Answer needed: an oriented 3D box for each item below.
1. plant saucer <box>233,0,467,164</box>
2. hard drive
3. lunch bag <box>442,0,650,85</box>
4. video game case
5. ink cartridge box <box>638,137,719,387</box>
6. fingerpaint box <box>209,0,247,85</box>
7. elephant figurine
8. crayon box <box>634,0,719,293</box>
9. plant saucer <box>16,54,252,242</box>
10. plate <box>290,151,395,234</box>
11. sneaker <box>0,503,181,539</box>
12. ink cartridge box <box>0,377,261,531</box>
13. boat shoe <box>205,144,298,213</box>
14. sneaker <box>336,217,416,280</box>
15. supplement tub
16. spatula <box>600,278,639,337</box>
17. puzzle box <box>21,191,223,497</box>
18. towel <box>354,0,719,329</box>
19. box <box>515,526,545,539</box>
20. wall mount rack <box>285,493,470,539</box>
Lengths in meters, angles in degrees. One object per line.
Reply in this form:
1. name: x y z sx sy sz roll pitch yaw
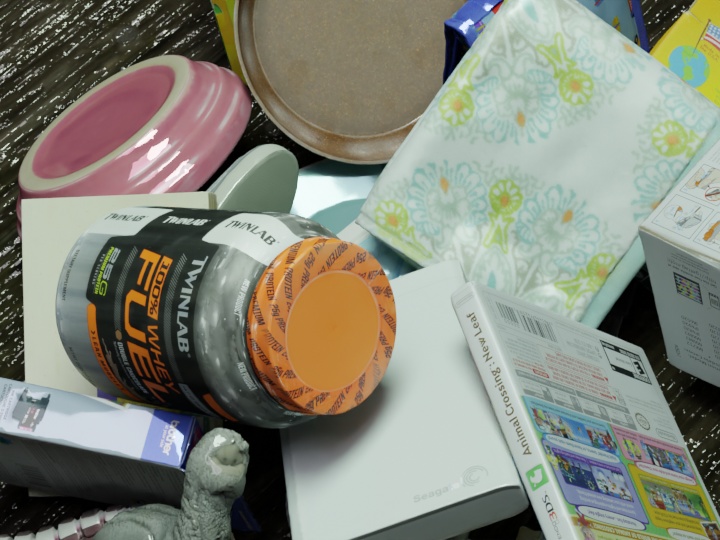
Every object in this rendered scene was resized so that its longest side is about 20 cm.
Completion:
1. plant saucer: 0.003 -0.179 1.217 0.199 0.201 0.034 -27 11 -9
2. hard drive: 0.016 0.082 0.983 0.131 0.026 0.201 -20 37 7
3. lunch bag: 0.128 -0.153 1.164 0.150 0.201 0.094 -41 58 -19
4. video game case: 0.144 0.106 0.980 0.022 0.199 0.183 -36 56 25
5. ink cartridge box: 0.279 -0.019 1.065 0.084 0.176 0.200 27 62 38
6. fingerpaint box: -0.044 -0.254 1.269 0.165 0.201 0.074 -17 50 -2
7. elephant figurine: -0.122 0.196 0.950 0.154 0.142 0.202 -10 89 -2
8. crayon box: 0.231 -0.086 1.159 0.127 0.051 0.200 40 67 0
9. plant saucer: -0.173 -0.091 1.217 0.199 0.051 0.201 -25 30 16
10. plate: 0.000 0.000 1.188 0.198 0.026 0.201 -6 53 8
11. sneaker: -0.184 0.220 1.045 0.198 0.076 0.116 -13 61 10
12. ink cartridge box: -0.160 0.113 1.040 0.198 0.120 0.042 12 67 11
13. boat shoe: -0.123 -0.011 1.166 0.071 0.070 0.201 34 89 36
14. sneaker: 0.001 0.024 1.110 0.082 0.074 0.200 32 67 32
15. supplement tub: -0.080 0.025 0.983 0.199 0.123 0.123 4 50 48
16. spatula: 0.169 0.038 1.128 0.056 0.021 0.201 22 55 0
17. puzzle box: -0.159 0.050 1.114 0.132 0.025 0.202 -1 89 9
18. towel: 0.116 -0.061 1.069 0.171 0.048 0.201 35 99 -4
19. box: 0.096 0.253 0.971 0.075 0.050 0.201 12 58 19
20. wall mount rack: -0.012 0.192 1.007 0.199 0.074 0.175 25 100 45
